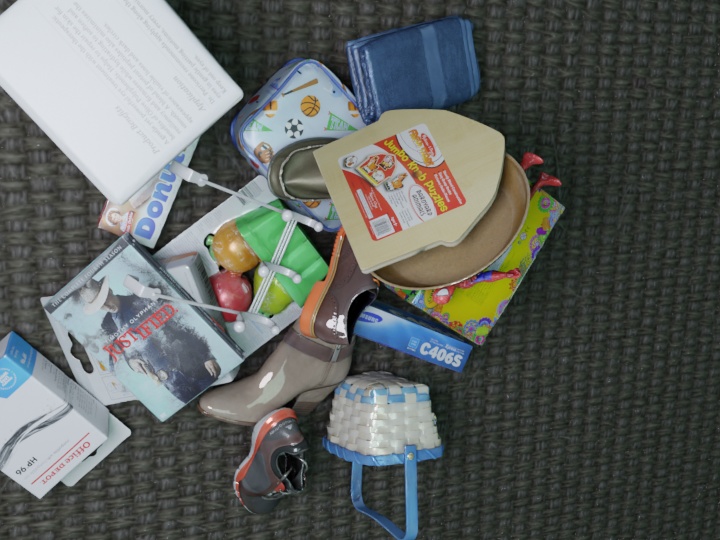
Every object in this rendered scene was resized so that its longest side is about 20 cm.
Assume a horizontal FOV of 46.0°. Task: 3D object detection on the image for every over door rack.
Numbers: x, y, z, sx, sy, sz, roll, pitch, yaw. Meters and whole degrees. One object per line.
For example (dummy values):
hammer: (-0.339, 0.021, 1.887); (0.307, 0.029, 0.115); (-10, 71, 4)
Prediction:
over door rack: (-0.141, -0.014, 0.942); (0.199, 0.066, 0.148); (20, 95, -41)

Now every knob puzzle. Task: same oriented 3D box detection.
knob puzzle: (0.067, -0.100, 0.930); (0.219, 0.220, 0.031); (-36, 148, -9)

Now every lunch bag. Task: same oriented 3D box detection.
lunch bag: (-0.050, -0.156, 1.057); (0.160, 0.076, 0.200); (-48, 115, -6)

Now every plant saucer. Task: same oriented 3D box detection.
plant saucer: (0.092, -0.053, 0.928); (0.200, 0.200, 0.035); (-42, 136, -7)

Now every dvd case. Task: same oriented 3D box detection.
dvd case: (-0.251, 0.071, 0.992); (0.146, 0.022, 0.200); (-36, 105, 19)

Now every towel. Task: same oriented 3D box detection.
towel: (0.070, -0.250, 1.065); (0.199, 0.048, 0.112); (-25, 112, -38)

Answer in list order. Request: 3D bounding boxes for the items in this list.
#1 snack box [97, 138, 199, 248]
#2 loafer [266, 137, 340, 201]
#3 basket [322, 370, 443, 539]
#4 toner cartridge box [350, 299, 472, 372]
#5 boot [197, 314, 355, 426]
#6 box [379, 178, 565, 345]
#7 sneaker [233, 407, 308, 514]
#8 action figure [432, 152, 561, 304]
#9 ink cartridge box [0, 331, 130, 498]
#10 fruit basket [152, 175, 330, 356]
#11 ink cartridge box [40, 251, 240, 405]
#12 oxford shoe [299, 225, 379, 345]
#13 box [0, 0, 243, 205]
snack box: (-0.243, -0.132, 1.011); (0.072, 0.024, 0.201); (22, 95, -24)
loafer: (-0.013, -0.123, 1.001); (0.199, 0.070, 0.076); (-12, 104, -21)
basket: (0.031, 0.243, 1.142); (0.138, 0.176, 0.201); (4, 92, -26)
toner cartridge box: (0.046, 0.076, 1.147); (0.199, 0.095, 0.043); (22, 94, -26)
boot: (-0.100, 0.124, 1.099); (0.199, 0.070, 0.147); (5, 120, -43)
box: (0.119, -0.043, 1.089); (0.122, 0.193, 0.201); (31, 91, -27)
sneaker: (-0.111, 0.271, 1.108); (0.077, 0.082, 0.201); (-19, 140, -33)
action figure: (0.158, -0.033, 0.949); (0.065, 0.099, 0.200); (40, 90, -31)
ink cartridge box: (-0.382, 0.185, 1.010); (0.116, 0.068, 0.200); (-41, 116, 3)
fruit basket: (-0.149, 0.006, 1.067); (0.199, 0.094, 0.186); (-35, 115, 7)
ink cartridge box: (-0.265, 0.076, 1.034); (0.199, 0.050, 0.163); (-11, 112, 14)
oxford shoe: (0.000, 0.000, 1.042); (0.201, 0.072, 0.071); (-66, 155, -12)
box: (-0.254, -0.200, 0.876); (0.171, 0.200, 0.199); (-43, 106, -5)
